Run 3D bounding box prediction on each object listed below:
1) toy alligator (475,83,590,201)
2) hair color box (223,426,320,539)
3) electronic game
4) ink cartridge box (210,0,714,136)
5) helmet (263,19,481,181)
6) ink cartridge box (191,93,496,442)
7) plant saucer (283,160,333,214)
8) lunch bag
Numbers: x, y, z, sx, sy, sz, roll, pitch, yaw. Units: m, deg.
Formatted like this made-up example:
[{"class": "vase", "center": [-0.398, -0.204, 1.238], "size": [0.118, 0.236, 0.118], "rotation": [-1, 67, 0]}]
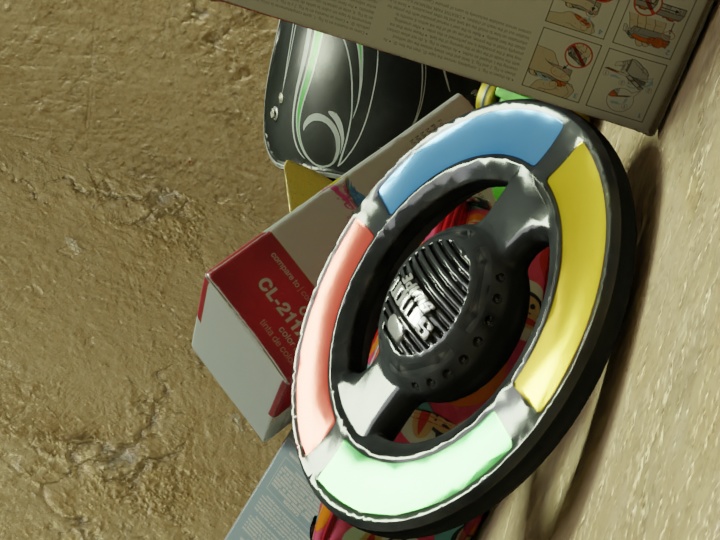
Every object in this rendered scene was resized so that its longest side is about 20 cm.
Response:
[{"class": "toy alligator", "center": [0.104, -0.129, 0.794], "size": [0.054, 0.059, 0.203], "rotation": [-16, -58, -40]}, {"class": "hair color box", "center": [-0.040, 0.182, 1.016], "size": [0.099, 0.061, 0.201], "rotation": [-6, -48, -58]}, {"class": "electronic game", "center": [0.038, 0.017, 0.660], "size": [0.199, 0.041, 0.202], "rotation": [-33, 43, 36]}, {"class": "ink cartridge box", "center": [0.051, -0.164, 0.680], "size": [0.176, 0.197, 0.085], "rotation": [-77, 5, -54]}, {"class": "helmet", "center": [0.027, -0.155, 1.155], "size": [0.200, 0.197, 0.193], "rotation": [-130, 53, -87]}, {"class": "ink cartridge box", "center": [0.000, 0.000, 0.944], "size": [0.199, 0.083, 0.146], "rotation": [-36, -11, -19]}, {"class": "plant saucer", "center": [-0.003, 0.042, 1.131], "size": [0.200, 0.048, 0.203], "rotation": [64, -163, -66]}, {"class": "lunch bag", "center": [0.040, 0.064, 0.822], "size": [0.177, 0.081, 0.201], "rotation": [-71, 3, -53]}]
